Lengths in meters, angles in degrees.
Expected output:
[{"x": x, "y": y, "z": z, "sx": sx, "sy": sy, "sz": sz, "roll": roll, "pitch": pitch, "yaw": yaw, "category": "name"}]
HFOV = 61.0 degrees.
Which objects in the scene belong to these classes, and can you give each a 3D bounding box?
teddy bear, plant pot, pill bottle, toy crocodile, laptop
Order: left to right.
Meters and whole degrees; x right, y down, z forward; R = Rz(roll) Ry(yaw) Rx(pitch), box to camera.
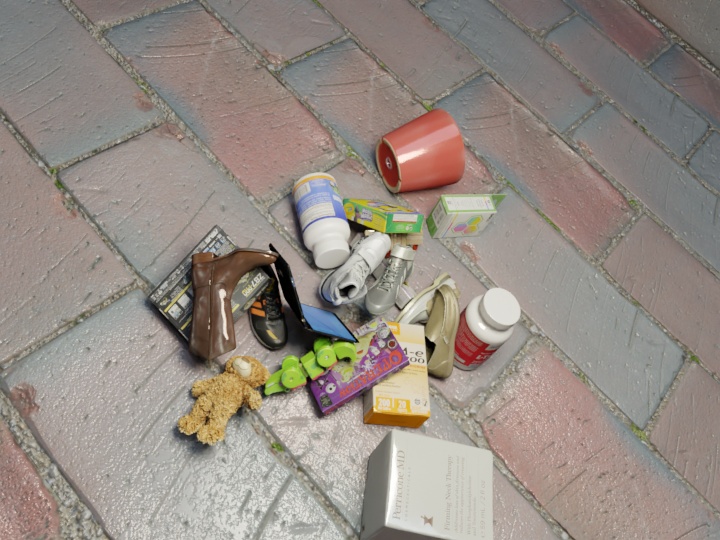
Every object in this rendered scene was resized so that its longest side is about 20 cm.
[{"x": -0.252, "y": 0.232, "z": 1.135, "sx": 0.199, "sy": 0.068, "sz": 0.144, "roll": -38, "pitch": 39, "yaw": -27, "category": "teddy bear"}, {"x": -0.100, "y": 0.189, "z": 1.198, "sx": 0.197, "sy": 0.068, "sz": 0.063, "roll": -30, "pitch": 108, "yaw": -3, "category": "toy crocodile"}, {"x": -0.096, "y": 0.044, "z": 1.224, "sx": 0.101, "sy": 0.204, "sz": 0.177, "roll": -20, "pitch": 21, "yaw": -14, "category": "laptop"}, {"x": -0.085, "y": -0.112, "z": 1.402, "sx": 0.110, "sy": 0.113, "sz": 0.204, "roll": -5, "pitch": 61, "yaw": -22, "category": "pill bottle"}, {"x": 0.144, "y": -0.293, "z": 1.561, "sx": 0.174, "sy": 0.202, "sz": 0.203, "roll": -19, "pitch": 66, "yaw": -17, "category": "plant pot"}, {"x": 0.261, "y": 0.125, "z": 1.321, "sx": 0.110, "sy": 0.201, "sz": 0.114, "roll": 9, "pitch": 56, "yaw": -13, "category": "pill bottle"}]

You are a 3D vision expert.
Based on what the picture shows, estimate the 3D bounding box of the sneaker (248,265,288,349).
[{"x": -0.196, "y": 0.061, "z": 1.266, "sx": 0.068, "sy": 0.091, "sz": 0.203, "roll": -9, "pitch": 62, "yaw": -24, "category": "sneaker"}]

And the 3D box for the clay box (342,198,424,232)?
[{"x": 0.041, "y": -0.131, "z": 1.419, "sx": 0.113, "sy": 0.049, "sz": 0.199, "roll": -3, "pitch": 19, "yaw": -37, "category": "clay box"}]

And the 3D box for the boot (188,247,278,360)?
[{"x": -0.239, "y": 0.065, "z": 1.154, "sx": 0.182, "sy": 0.064, "sz": 0.205, "roll": -6, "pitch": 77, "yaw": 14, "category": "boot"}]

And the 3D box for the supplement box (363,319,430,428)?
[{"x": 0.072, "y": 0.214, "z": 1.275, "sx": 0.123, "sy": 0.074, "sz": 0.204, "roll": 8, "pitch": 57, "yaw": -14, "category": "supplement box"}]

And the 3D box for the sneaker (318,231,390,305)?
[{"x": 0.000, "y": 0.000, "z": 1.302, "sx": 0.200, "sy": 0.115, "sz": 0.075, "roll": -43, "pitch": 107, "yaw": -5, "category": "sneaker"}]

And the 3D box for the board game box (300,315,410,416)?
[{"x": -0.013, "y": 0.188, "z": 1.227, "sx": 0.197, "sy": 0.032, "sz": 0.121, "roll": -30, "pitch": 60, "yaw": -6, "category": "board game box"}]

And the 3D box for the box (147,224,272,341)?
[{"x": -0.298, "y": 0.036, "z": 1.218, "sx": 0.161, "sy": 0.049, "sz": 0.201, "roll": 41, "pitch": 83, "yaw": 11, "category": "box"}]

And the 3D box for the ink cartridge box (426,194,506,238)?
[{"x": 0.277, "y": -0.139, "z": 1.554, "sx": 0.195, "sy": 0.104, "sz": 0.060, "roll": -4, "pitch": 60, "yaw": -22, "category": "ink cartridge box"}]

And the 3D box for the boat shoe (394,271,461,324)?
[{"x": 0.155, "y": 0.082, "z": 1.389, "sx": 0.199, "sy": 0.075, "sz": 0.069, "roll": -38, "pitch": 79, "yaw": -29, "category": "boat shoe"}]

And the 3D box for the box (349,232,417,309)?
[{"x": 0.053, "y": -0.001, "z": 1.419, "sx": 0.201, "sy": 0.042, "sz": 0.038, "roll": 51, "pitch": 30, "yaw": 16, "category": "box"}]

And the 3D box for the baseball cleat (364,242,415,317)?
[{"x": 0.062, "y": 0.008, "z": 1.310, "sx": 0.068, "sy": 0.108, "sz": 0.201, "roll": 16, "pitch": 37, "yaw": 16, "category": "baseball cleat"}]

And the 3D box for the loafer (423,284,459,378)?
[{"x": 0.169, "y": 0.131, "z": 1.321, "sx": 0.066, "sy": 0.076, "sz": 0.206, "roll": 3, "pitch": 86, "yaw": -18, "category": "loafer"}]

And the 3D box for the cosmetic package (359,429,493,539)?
[{"x": 0.118, "y": 0.413, "z": 1.109, "sx": 0.195, "sy": 0.167, "sz": 0.170, "roll": 14, "pitch": 55, "yaw": -9, "category": "cosmetic package"}]

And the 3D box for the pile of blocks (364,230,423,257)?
[{"x": 0.070, "y": -0.063, "z": 1.441, "sx": 0.197, "sy": 0.081, "sz": 0.064, "roll": -3, "pitch": 93, "yaw": -47, "category": "pile of blocks"}]
